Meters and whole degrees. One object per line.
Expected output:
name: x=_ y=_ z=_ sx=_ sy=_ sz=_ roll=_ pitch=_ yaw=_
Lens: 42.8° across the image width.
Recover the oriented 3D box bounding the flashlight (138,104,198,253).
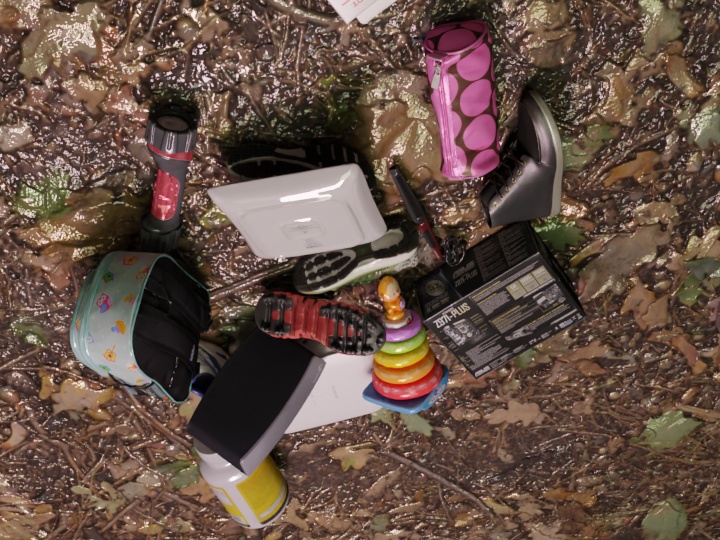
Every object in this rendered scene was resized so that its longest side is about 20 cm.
flashlight: x=-0.253 y=-0.110 z=1.179 sx=0.066 sy=0.068 sz=0.202 roll=7 pitch=128 yaw=-16

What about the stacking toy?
stacking toy: x=0.057 y=0.096 z=1.329 sx=0.108 sy=0.116 sz=0.203 roll=11 pitch=126 yaw=34

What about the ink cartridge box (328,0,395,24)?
ink cartridge box: x=-0.008 y=-0.360 z=1.006 sx=0.115 sy=0.068 sz=0.200 roll=-32 pitch=128 yaw=18

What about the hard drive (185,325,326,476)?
hard drive: x=-0.154 y=0.179 z=1.337 sx=0.134 sy=0.201 sz=0.042 roll=31 pitch=163 yaw=16

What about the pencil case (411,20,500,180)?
pencil case: x=0.124 y=-0.205 z=1.142 sx=0.089 sy=0.094 sz=0.202 roll=7 pitch=134 yaw=26

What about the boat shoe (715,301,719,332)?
boat shoe: x=0.638 y=0.032 z=1.433 sx=0.072 sy=0.075 sz=0.201 roll=15 pitch=127 yaw=-20

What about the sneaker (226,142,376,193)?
sneaker: x=-0.078 y=-0.119 z=1.208 sx=0.196 sy=0.075 sz=0.081 roll=5 pitch=144 yaw=-7

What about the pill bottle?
pill bottle: x=-0.201 y=0.331 z=1.528 sx=0.110 sy=0.113 sz=0.202 roll=-17 pitch=130 yaw=6

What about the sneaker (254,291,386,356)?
sneaker: x=-0.048 y=0.072 z=1.319 sx=0.197 sy=0.098 sz=0.072 roll=12 pitch=98 yaw=20

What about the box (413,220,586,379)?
box: x=0.207 y=0.045 z=1.367 sx=0.198 sy=0.087 sz=0.164 roll=-32 pitch=127 yaw=17

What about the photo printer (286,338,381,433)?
photo printer: x=-0.052 y=0.168 z=1.441 sx=0.196 sy=0.070 sz=0.168 roll=-14 pitch=131 yaw=3

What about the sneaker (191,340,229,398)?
sneaker: x=-0.273 y=0.131 z=1.365 sx=0.198 sy=0.089 sz=0.075 roll=31 pitch=122 yaw=-28

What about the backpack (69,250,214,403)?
backpack: x=-0.297 y=0.067 z=1.223 sx=0.151 sy=0.179 sz=0.201 roll=11 pitch=160 yaw=10

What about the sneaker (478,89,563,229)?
sneaker: x=0.207 y=-0.137 z=1.216 sx=0.105 sy=0.075 sz=0.202 roll=-18 pitch=132 yaw=-4

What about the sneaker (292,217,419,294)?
sneaker: x=0.000 y=0.000 z=1.315 sx=0.197 sy=0.078 sz=0.089 roll=-17 pitch=144 yaw=11

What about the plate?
plate: x=-0.076 y=-0.066 z=1.201 sx=0.196 sy=0.033 sz=0.200 roll=-9 pitch=156 yaw=10

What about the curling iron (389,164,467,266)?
curling iron: x=0.092 y=-0.078 z=1.288 sx=0.049 sy=0.026 sz=0.200 roll=-35 pitch=126 yaw=8
